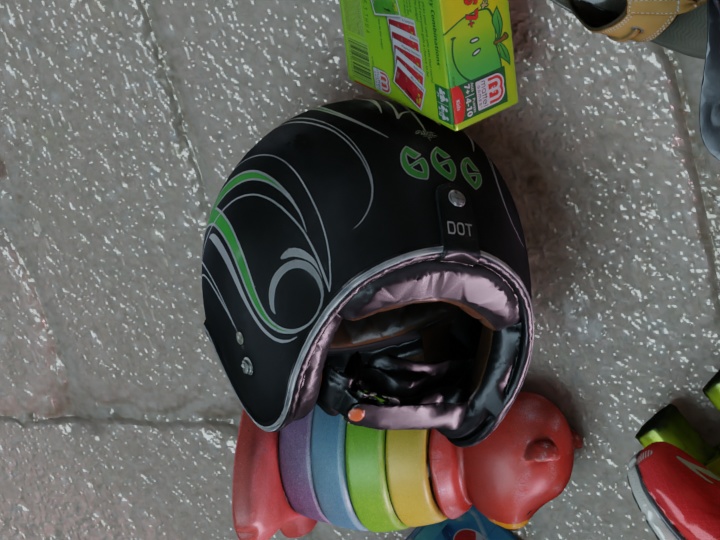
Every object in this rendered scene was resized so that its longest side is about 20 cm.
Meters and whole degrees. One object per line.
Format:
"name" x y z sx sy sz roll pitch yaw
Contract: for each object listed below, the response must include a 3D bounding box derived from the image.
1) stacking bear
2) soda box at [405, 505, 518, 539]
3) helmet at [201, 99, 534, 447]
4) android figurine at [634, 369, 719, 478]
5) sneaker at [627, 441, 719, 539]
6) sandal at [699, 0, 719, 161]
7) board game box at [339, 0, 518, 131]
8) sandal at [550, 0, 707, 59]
"stacking bear" 0.034 0.113 1.480 0.198 0.121 0.115 0 87 20
"soda box" 0.024 0.232 1.587 0.064 0.068 0.200 41 132 2
"helmet" 0.000 0.000 1.370 0.191 0.199 0.201 -120 24 -50
"android figurine" 0.258 0.146 1.407 0.200 0.041 0.182 46 131 -2
"sneaker" 0.244 0.150 1.356 0.199 0.077 0.085 35 120 1
"sandal" 0.200 -0.151 1.209 0.075 0.043 0.202 -5 99 11
"board game box" 0.028 -0.187 1.299 0.101 0.047 0.201 30 137 47
"sandal" 0.135 -0.159 1.272 0.199 0.055 0.082 24 129 17
